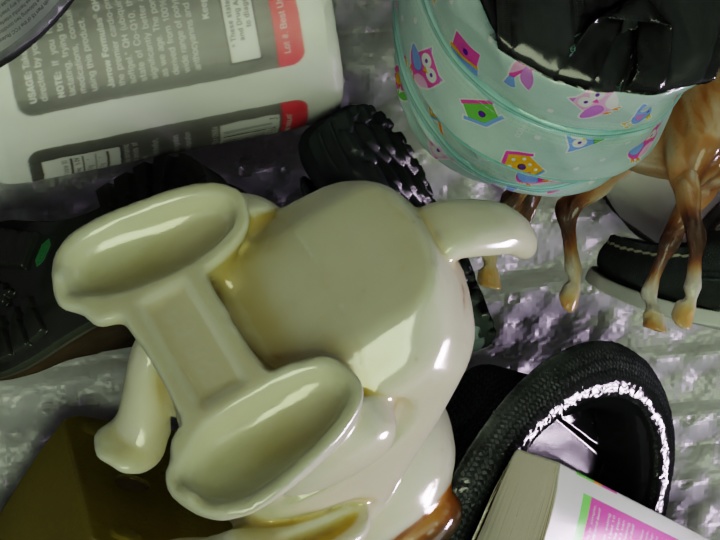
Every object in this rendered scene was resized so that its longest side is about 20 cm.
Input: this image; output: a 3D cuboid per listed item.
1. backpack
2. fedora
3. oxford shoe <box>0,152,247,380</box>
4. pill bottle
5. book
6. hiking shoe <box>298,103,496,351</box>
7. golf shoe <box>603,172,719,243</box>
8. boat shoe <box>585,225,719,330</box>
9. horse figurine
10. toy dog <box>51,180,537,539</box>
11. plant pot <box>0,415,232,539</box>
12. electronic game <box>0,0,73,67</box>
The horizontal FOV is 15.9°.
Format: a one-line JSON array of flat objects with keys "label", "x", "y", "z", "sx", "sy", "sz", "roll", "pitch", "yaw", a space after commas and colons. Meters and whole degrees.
[{"label": "backpack", "x": 0.083, "y": -0.133, "z": 1.051, "sx": 0.167, "sy": 0.200, "sz": 0.127, "roll": 6, "pitch": 151, "yaw": -11}, {"label": "fedora", "x": 0.059, "y": 0.117, "z": 1.214, "sx": 0.200, "sy": 0.092, "sz": 0.201, "roll": -25, "pitch": 126, "yaw": -40}, {"label": "oxford shoe", "x": -0.116, "y": 0.014, "z": 1.127, "sx": 0.200, "sy": 0.073, "sz": 0.084, "roll": -16, "pitch": 154, "yaw": 35}, {"label": "pill bottle", "x": -0.114, "y": -0.098, "z": 1.076, "sx": 0.200, "sy": 0.111, "sz": 0.111, "roll": -12, "pitch": 118, "yaw": -7}, {"label": "book", "x": 0.108, "y": 0.171, "z": 1.185, "sx": 0.200, "sy": 0.048, "sz": 0.134, "roll": 31, "pitch": 79, "yaw": -51}, {"label": "hiking shoe", "x": 0.000, "y": 0.000, "z": 1.130, "sx": 0.087, "sy": 0.074, "sz": 0.200, "roll": -23, "pitch": 150, "yaw": 5}, {"label": "golf shoe", "x": 0.188, "y": -0.007, "z": 1.195, "sx": 0.200, "sy": 0.095, "sz": 0.078, "roll": 38, "pitch": 105, "yaw": -23}, {"label": "boat shoe", "x": 0.186, "y": 0.003, "z": 1.111, "sx": 0.076, "sy": 0.200, "sz": 0.060, "roll": 2, "pitch": 100, "yaw": -53}, {"label": "horse figurine", "x": 0.118, "y": -0.044, "z": 1.116, "sx": 0.050, "sy": 0.200, "sz": 0.133, "roll": 21, "pitch": 85, "yaw": -33}, {"label": "toy dog", "x": -0.020, "y": 0.048, "z": 1.054, "sx": 0.194, "sy": 0.140, "sz": 0.200, "roll": -37, "pitch": 154, "yaw": -13}, {"label": "plant pot", "x": -0.085, "y": 0.179, "z": 1.176, "sx": 0.200, "sy": 0.200, "sz": 0.177, "roll": 10, "pitch": 109, "yaw": -16}, {"label": "electronic game", "x": -0.195, "y": -0.161, "z": 1.014, "sx": 0.200, "sy": 0.042, "sz": 0.200, "roll": 2, "pitch": 76, "yaw": -7}]
